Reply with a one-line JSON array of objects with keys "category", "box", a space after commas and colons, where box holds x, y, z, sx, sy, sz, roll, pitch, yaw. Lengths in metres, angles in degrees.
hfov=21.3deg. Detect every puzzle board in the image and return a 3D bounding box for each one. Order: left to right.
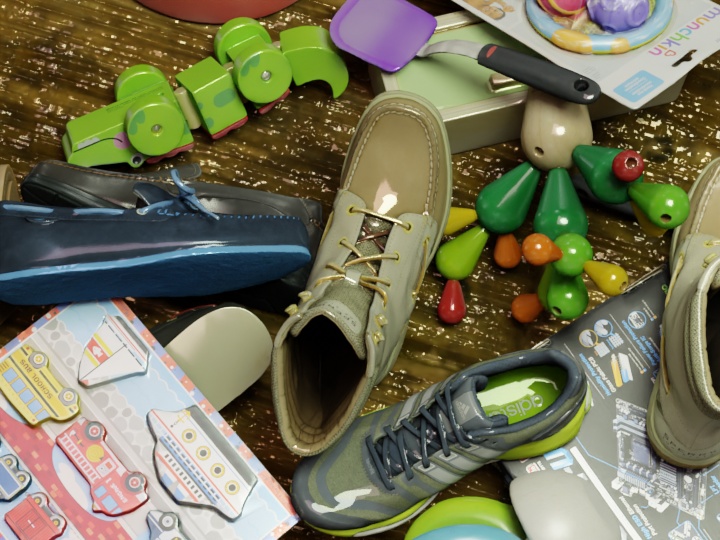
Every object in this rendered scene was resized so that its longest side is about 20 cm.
[{"category": "puzzle board", "box": [-0.155, 0.119, 1.150, 0.151, 0.017, 0.200, -39, 77, -12]}]

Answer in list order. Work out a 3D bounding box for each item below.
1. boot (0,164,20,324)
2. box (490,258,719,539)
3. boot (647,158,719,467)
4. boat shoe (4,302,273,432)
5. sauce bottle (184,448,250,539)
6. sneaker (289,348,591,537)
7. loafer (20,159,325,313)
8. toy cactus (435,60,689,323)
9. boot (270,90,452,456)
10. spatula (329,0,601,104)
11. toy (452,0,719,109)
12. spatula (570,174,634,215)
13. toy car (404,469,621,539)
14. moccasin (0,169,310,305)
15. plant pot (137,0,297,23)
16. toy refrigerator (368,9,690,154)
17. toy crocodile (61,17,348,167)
[{"category": "boot", "box": [-0.300, 0.021, 1.217, 0.155, 0.077, 0.200, 10, 90, 7]}, {"category": "box", "box": [0.195, 0.111, 1.205, 0.198, 0.050, 0.200, -33, 74, -8]}, {"category": "boot", "box": [0.221, 0.006, 1.125, 0.072, 0.155, 0.200, 14, 74, 4]}, {"category": "boat shoe", "box": [-0.148, 0.087, 1.207, 0.201, 0.063, 0.074, -31, 97, -10]}, {"category": "sauce bottle", "box": [-0.098, 0.203, 1.165, 0.065, 0.065, 0.200, 7, 72, 2]}, {"category": "sneaker", "box": [0.048, 0.094, 1.145, 0.200, 0.081, 0.074, -26, 71, -10]}, {"category": "loafer", "box": [-0.120, -0.036, 1.246, 0.200, 0.073, 0.072, 20, 64, -4]}, {"category": "toy cactus", "box": [0.114, -0.050, 1.194, 0.102, 0.200, 0.165, 11, 71, -31]}, {"category": "boot", "box": [0.000, 0.000, 1.145, 0.072, 0.155, 0.200, 16, 107, 8]}, {"category": "spatula", "box": [0.066, -0.137, 1.211, 0.200, 0.021, 0.057, 22, 61, 35]}, {"category": "toy", "box": [0.140, -0.187, 1.226, 0.115, 0.047, 0.200, -35, 49, -25]}, {"category": "spatula", "box": [0.232, -0.032, 1.253, 0.200, 0.057, 0.021, 14, 68, 8]}, {"category": "toy car", "box": [0.085, 0.221, 1.096, 0.175, 0.150, 0.200, -37, 74, 16]}, {"category": "moccasin", "box": [-0.130, -0.026, 1.160, 0.200, 0.080, 0.068, -2, 67, -11]}, {"category": "plant pot", "box": [-0.100, -0.290, 1.268, 0.200, 0.177, 0.201, 0, 72, -1]}, {"category": "toy refrigerator", "box": [0.111, -0.137, 1.276, 0.200, 0.070, 0.076, -13, 72, -5]}, {"category": "toy crocodile", "box": [-0.104, -0.113, 1.275, 0.200, 0.062, 0.068, -25, 33, -7]}]
